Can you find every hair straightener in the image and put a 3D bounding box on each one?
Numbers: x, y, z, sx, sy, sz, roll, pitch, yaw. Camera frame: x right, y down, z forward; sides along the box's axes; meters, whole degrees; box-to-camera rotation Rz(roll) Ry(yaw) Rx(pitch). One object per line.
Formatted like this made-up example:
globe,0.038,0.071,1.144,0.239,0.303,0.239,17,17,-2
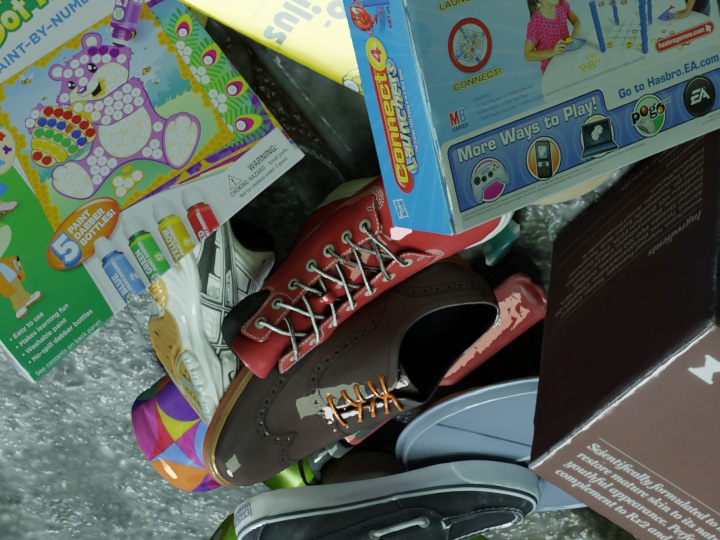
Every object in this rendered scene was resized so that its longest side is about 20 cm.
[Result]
hair straightener,0.035,0.064,1.765,0.041,0.077,0.200,43,103,-14

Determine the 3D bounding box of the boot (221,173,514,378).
boot,0.000,0.000,1.589,0.072,0.144,0.200,48,150,-10

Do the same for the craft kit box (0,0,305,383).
craft kit box,-0.167,-0.077,1.546,0.200,0.049,0.198,-41,101,-8

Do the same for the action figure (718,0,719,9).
action figure,0.200,-0.230,1.490,0.118,0.055,0.200,5,126,7

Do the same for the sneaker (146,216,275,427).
sneaker,-0.082,0.017,1.681,0.088,0.076,0.200,-30,133,-16

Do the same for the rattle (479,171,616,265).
rattle,0.087,-0.040,1.631,0.130,0.143,0.200,14,130,-29

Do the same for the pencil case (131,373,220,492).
pencil case,-0.057,0.063,1.783,0.088,0.088,0.200,37,128,-23

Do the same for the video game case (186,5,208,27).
video game case,-0.188,-0.138,1.567,0.200,0.023,0.182,16,91,-15

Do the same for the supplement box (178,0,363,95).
supplement box,-0.013,-0.184,1.529,0.200,0.110,0.109,26,131,-15

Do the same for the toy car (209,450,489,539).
toy car,-0.034,0.209,1.904,0.164,0.158,0.200,35,155,-8

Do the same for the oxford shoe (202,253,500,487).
oxford shoe,-0.006,0.063,1.667,0.200,0.073,0.071,-40,123,-5

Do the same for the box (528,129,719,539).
box,0.215,0.043,1.639,0.166,0.200,0.164,33,129,-19

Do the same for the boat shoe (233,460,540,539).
boat shoe,0.023,0.167,1.780,0.200,0.068,0.072,-5,151,-19

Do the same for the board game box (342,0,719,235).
board game box,0.088,-0.142,1.446,0.056,0.200,0.196,8,115,55

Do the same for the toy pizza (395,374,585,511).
toy pizza,0.121,0.102,1.794,0.200,0.032,0.200,-3,153,-2
